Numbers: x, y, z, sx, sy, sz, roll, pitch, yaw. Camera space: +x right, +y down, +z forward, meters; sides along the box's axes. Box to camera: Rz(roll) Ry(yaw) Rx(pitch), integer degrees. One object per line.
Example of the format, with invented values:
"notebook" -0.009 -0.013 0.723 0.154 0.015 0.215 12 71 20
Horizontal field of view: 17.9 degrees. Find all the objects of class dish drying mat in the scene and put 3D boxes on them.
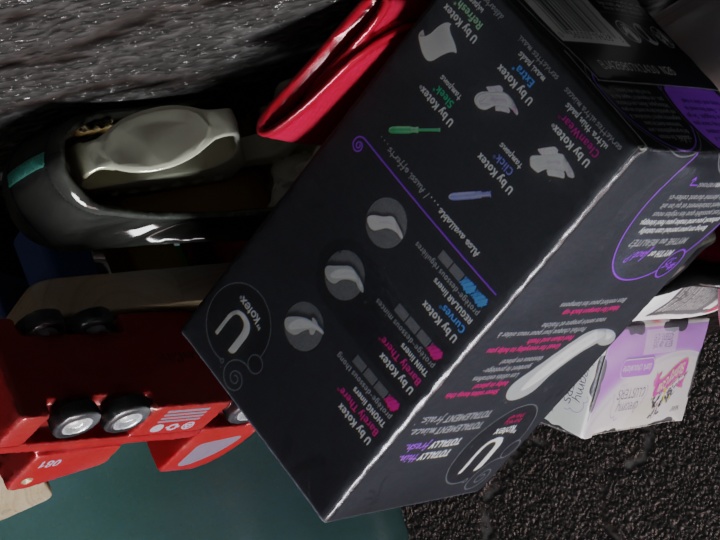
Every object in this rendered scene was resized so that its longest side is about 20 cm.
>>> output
"dish drying mat" 0.037 -0.076 0.936 0.077 0.018 0.200 -46 159 23

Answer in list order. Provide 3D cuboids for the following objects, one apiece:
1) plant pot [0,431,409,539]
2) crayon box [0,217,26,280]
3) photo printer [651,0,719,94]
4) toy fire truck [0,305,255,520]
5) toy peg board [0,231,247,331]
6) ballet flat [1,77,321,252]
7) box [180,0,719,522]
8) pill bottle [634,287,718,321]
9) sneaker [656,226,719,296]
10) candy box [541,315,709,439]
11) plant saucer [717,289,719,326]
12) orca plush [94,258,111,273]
"plant pot" -0.061 0.160 1.054 0.199 0.162 0.201 -20 157 -9
"crayon box" -0.245 0.014 1.036 0.126 0.051 0.200 -18 172 24
"photo printer" 0.191 -0.093 0.964 0.166 0.070 0.200 -13 170 -39
"toy fire truck" -0.139 0.072 0.930 0.199 0.049 0.141 -2 148 -45
"toy peg board" -0.113 0.025 1.043 0.198 0.098 0.200 -5 150 -38
"ballet flat" -0.047 -0.044 0.937 0.199 0.068 0.068 -11 165 -26
"box" 0.045 -0.011 0.897 0.200 0.106 0.122 -51 155 24
"pill bottle" 0.150 -0.027 1.265 0.110 0.112 0.200 -18 172 25
"sneaker" 0.129 -0.036 1.097 0.199 0.084 0.077 12 121 -25
"candy box" 0.089 0.034 1.396 0.199 0.072 0.167 19 -172 26
"plant saucer" 0.250 -0.022 1.286 0.050 0.202 0.200 15 -174 25
"orca plush" -0.092 0.034 1.276 0.104 0.072 0.200 11 -175 25
